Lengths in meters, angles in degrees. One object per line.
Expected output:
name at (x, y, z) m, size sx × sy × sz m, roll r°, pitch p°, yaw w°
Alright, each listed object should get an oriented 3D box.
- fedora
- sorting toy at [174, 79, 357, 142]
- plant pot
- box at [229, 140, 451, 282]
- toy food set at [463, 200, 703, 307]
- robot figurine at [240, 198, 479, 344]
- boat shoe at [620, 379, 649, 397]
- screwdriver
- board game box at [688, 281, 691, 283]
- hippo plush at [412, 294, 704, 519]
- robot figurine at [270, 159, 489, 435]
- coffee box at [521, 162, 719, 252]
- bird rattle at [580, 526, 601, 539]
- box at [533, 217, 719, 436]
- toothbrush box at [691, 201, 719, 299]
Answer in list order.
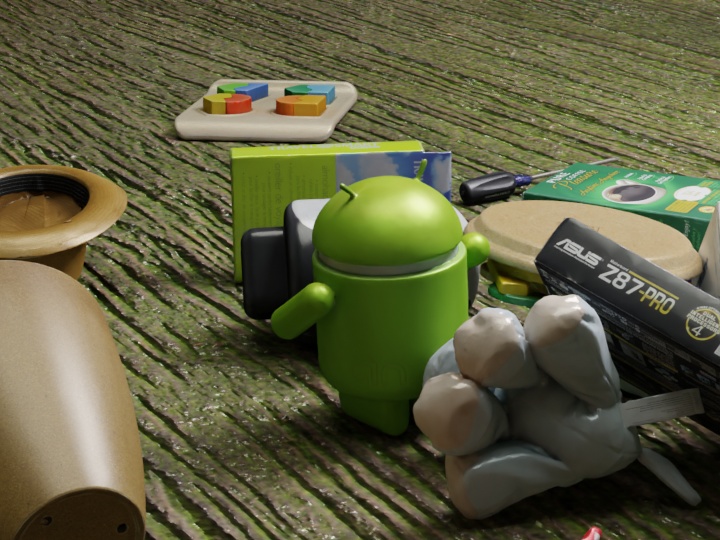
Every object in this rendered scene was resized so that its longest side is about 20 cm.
fedora at (-0.305, -0.030, 1.956) m, size 0.200 × 0.082 × 0.201 m, roll -1°, pitch 25°, yaw 0°
sorting toy at (-0.108, -0.194, 2.486) m, size 0.185 × 0.037 × 0.200 m, roll 2°, pitch 20°, yaw 8°
plant pot at (-0.219, 0.121, 1.404) m, size 0.186 × 0.187 × 0.200 m, roll -10°, pitch 34°, yaw -24°
box at (-0.018, -0.055, 1.948) m, size 0.200 × 0.122 × 0.048 m, roll -2°, pitch 17°, yaw -3°
toy food set at (0.174, -0.013, 1.705) m, size 0.198 × 0.049 × 0.200 m, roll 6°, pitch 16°, yaw -4°
robot figurine at (0.000, 0.001, 1.790) m, size 0.200 × 0.125 × 0.150 m, roll -3°, pitch 29°, yaw -4°
boat shoe at (0.218, 0.051, 1.715) m, size 0.074 × 0.067 × 0.200 m, roll -18°, pitch 25°, yaw -39°
screwdriver at (0.188, -0.094, 2.207) m, size 0.200 × 0.029 × 0.028 m, roll -8°, pitch 20°, yaw -30°
board game box at (0.283, -0.013, 1.929) m, size 0.200 × 0.045 × 0.134 m, roll 0°, pitch 19°, yaw 3°
hippo plush at (0.124, 0.073, 1.515) m, size 0.200 × 0.160 × 0.161 m, roll -5°, pitch 20°, yaw -9°
robot figurine at (0.023, 0.019, 1.611) m, size 0.175 × 0.200 × 0.116 m, roll -18°, pitch 26°, yaw -32°
coffee box at (0.258, -0.052, 1.907) m, size 0.200 × 0.044 × 0.123 m, roll 9°, pitch 21°, yaw 27°
bird rattle at (0.042, 0.194, 1.275) m, size 0.200 × 0.113 × 0.163 m, roll -14°, pitch 6°, yaw -41°
box at (0.227, 0.057, 1.512) m, size 0.200 × 0.161 × 0.049 m, roll 31°, pitch 75°, yaw 29°
toothbrush box at (0.373, 0.008, 1.695) m, size 0.200 × 0.085 × 0.146 m, roll 0°, pitch -22°, yaw -1°
